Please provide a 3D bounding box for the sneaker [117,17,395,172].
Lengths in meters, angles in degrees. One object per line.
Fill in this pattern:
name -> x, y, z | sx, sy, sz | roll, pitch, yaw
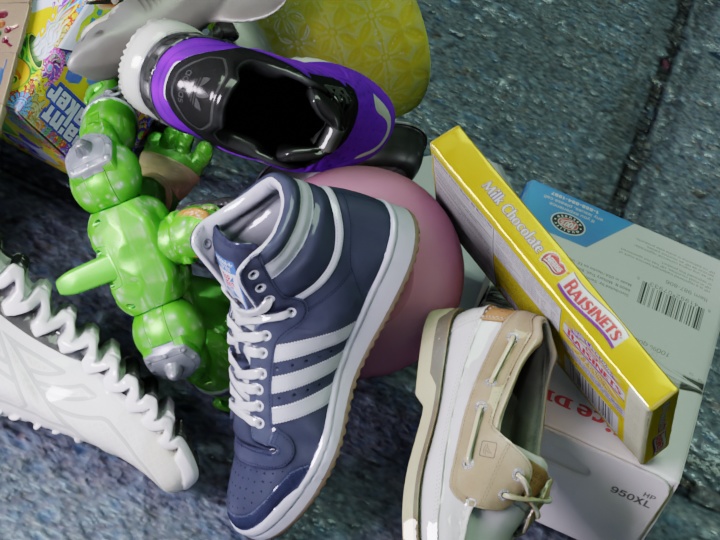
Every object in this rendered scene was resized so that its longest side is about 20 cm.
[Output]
sneaker -> -0.037, -0.085, 1.369 | 0.200, 0.070, 0.099 | 9, 12, -47

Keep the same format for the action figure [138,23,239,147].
action figure -> -0.096, -0.111, 1.571 | 0.200, 0.130, 0.069 | 21, 63, -11

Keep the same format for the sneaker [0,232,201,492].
sneaker -> -0.173, 0.059, 1.326 | 0.200, 0.081, 0.075 | 42, -1, -2

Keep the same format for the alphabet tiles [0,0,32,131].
alphabet tiles -> -0.277, -0.093, 1.384 | 0.167, 0.008, 0.200 | 0, 64, 22

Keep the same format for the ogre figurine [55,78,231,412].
ogre figurine -> -0.116, -0.009, 1.359 | 0.098, 0.200, 0.120 | -2, 7, 9

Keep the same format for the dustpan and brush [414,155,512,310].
dustpan and brush -> 0.021, -0.024, 1.592 | 0.200, 0.057, 0.140 | 9, 42, -34

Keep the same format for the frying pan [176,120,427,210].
frying pan -> -0.045, -0.054, 1.499 | 0.190, 0.115, 0.031 | -12, 70, -21

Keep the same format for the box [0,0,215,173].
box -> -0.203, -0.186, 1.475 | 0.200, 0.193, 0.122 | 27, -10, 29

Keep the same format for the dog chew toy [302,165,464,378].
dog chew toy -> 0.000, 0.000, 1.450 | 0.124, 0.125, 0.200 | 25, 2, 1

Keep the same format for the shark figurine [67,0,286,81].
shark figurine -> -0.074, -0.191, 1.389 | 0.089, 0.215, 0.128 | 28, 4, 28

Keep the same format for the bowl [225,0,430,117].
bowl -> -0.054, -0.169, 1.649 | 0.108, 0.200, 0.200 | -34, 59, -22

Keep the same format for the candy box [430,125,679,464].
candy box -> 0.108, 0.014, 1.364 | 0.026, 0.102, 0.200 | -34, 70, -12

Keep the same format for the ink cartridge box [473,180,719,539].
ink cartridge box -> 0.133, 0.058, 1.473 | 0.144, 0.084, 0.200 | 24, 44, 0

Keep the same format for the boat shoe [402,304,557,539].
boat shoe -> 0.068, 0.112, 1.315 | 0.075, 0.068, 0.200 | 40, 48, -59

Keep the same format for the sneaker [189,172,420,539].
sneaker -> -0.053, 0.042, 1.298 | 0.108, 0.200, 0.070 | 22, 3, -37
